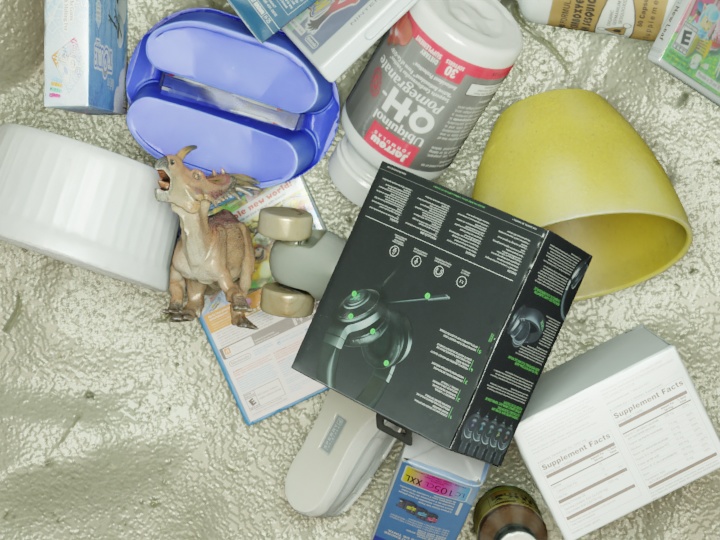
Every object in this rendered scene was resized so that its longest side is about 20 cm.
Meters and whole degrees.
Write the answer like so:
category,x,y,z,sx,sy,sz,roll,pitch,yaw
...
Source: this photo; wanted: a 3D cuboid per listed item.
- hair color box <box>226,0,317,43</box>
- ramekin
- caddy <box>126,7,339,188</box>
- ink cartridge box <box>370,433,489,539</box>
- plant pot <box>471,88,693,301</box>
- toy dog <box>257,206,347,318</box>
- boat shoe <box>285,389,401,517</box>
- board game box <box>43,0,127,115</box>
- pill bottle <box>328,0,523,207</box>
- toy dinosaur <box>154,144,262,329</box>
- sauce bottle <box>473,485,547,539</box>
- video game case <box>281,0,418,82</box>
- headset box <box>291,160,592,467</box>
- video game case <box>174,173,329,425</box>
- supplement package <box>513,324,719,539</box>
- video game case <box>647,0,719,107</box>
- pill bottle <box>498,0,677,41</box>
category,x,y,z,sx,sy,sz,roll,pitch,yaw
hair color box,-0.034,-0.293,1.611,0.199,0.100,0.061,-37,124,5
ramekin,-0.250,-0.057,1.644,0.198,0.200,0.099,18,86,1
caddy,-0.117,-0.154,1.675,0.198,0.105,0.143,18,101,0
ink cartridge box,0.070,0.168,1.643,0.076,0.201,0.137,21,56,1
plant pot,0.181,-0.073,1.641,0.198,0.200,0.144,-9,68,3
toy dog,0.000,0.000,1.651,0.199,0.096,0.133,29,111,10
boat shoe,0.008,0.140,1.705,0.072,0.068,0.202,29,94,37
board game box,-0.237,-0.239,1.628,0.043,0.200,0.202,1,93,2
pill bottle,0.050,-0.149,1.638,0.110,0.111,0.201,32,123,0
toy dinosaur,-0.124,-0.025,1.624,0.085,0.200,0.137,3,80,4
sauce bottle,0.133,0.232,1.637,0.064,0.200,0.066,0,92,0
video game case,0.003,-0.266,1.628,0.182,0.200,0.023,-43,123,3
headset box,0.062,0.041,1.503,0.173,0.093,0.202,23,89,34
video game case,-0.081,0.023,1.726,0.142,0.018,0.202,-24,92,4
supplement package,0.214,0.137,1.628,0.155,0.200,0.112,-27,92,3
video game case,0.360,-0.224,1.639,0.199,0.022,0.183,25,94,-36
pill bottle,0.192,-0.271,1.653,0.198,0.114,0.116,9,93,2
